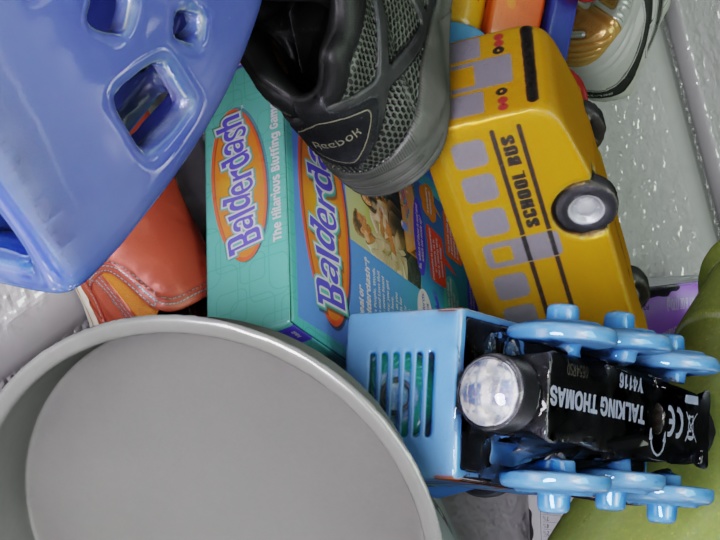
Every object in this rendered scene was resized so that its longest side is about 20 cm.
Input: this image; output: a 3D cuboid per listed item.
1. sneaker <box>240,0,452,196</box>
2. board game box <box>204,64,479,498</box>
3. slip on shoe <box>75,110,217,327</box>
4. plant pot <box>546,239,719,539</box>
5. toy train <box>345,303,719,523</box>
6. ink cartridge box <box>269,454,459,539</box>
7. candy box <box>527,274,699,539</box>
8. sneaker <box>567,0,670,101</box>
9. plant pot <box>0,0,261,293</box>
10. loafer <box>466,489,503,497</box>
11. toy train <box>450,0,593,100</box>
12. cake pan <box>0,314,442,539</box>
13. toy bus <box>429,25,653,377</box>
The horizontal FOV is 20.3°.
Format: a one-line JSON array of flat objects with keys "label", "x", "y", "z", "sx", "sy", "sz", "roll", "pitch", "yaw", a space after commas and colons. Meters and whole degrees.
[{"label": "sneaker", "x": -0.012, "y": -0.143, "z": 0.862, "sx": 0.114, "sy": 0.076, "sz": 0.201, "roll": 38, "pitch": 48, "yaw": -49}, {"label": "board game box", "x": 0.000, "y": 0.000, "z": 0.928, "sx": 0.200, "sy": 0.045, "sz": 0.153, "roll": 39, "pitch": 41, "yaw": -50}, {"label": "slip on shoe", "x": -0.089, "y": -0.001, "z": 0.862, "sx": 0.074, "sy": 0.061, "sz": 0.202, "roll": -28, "pitch": 109, "yaw": -45}, {"label": "plant pot", "x": 0.193, "y": 0.116, "z": 1.016, "sx": 0.190, "sy": 0.199, "sz": 0.201, "roll": -43, "pitch": 123, "yaw": -20}, {"label": "toy train", "x": 0.079, "y": 0.061, "z": 0.870, "sx": 0.199, "sy": 0.113, "sz": 0.088, "roll": 14, "pitch": 78, "yaw": -56}, {"label": "ink cartridge box", "x": 0.014, "y": 0.121, "z": 0.922, "sx": 0.163, "sy": 0.057, "sz": 0.201, "roll": -103, "pitch": 174, "yaw": -64}, {"label": "candy box", "x": 0.170, "y": 0.106, "z": 1.159, "sx": 0.167, "sy": 0.071, "sz": 0.202, "roll": -5, "pitch": 93, "yaw": -49}, {"label": "sneaker", "x": 0.147, "y": -0.190, "z": 1.150, "sx": 0.088, "sy": 0.075, "sz": 0.202, "roll": 51, "pitch": 55, "yaw": -56}, {"label": "plant pot", "x": -0.133, "y": -0.130, "z": 0.679, "sx": 0.180, "sy": 0.199, "sz": 0.201, "roll": -45, "pitch": 122, "yaw": -25}, {"label": "loafer", "x": 0.080, "y": 0.017, "z": 1.059, "sx": 0.063, "sy": 0.071, "sz": 0.202, "roll": 6, "pitch": 82, "yaw": -54}, {"label": "toy train", "x": 0.058, "y": -0.160, "z": 0.976, "sx": 0.115, "sy": 0.084, "sz": 0.202, "roll": 23, "pitch": 72, "yaw": -34}, {"label": "cake pan", "x": -0.060, "y": 0.105, "z": 0.806, "sx": 0.037, "sy": 0.198, "sz": 0.202, "roll": -60, "pitch": 136, "yaw": -65}, {"label": "toy bus", "x": 0.088, "y": -0.015, "z": 0.944, "sx": 0.065, "sy": 0.078, "sz": 0.201, "roll": -91, "pitch": 164, "yaw": -48}]
